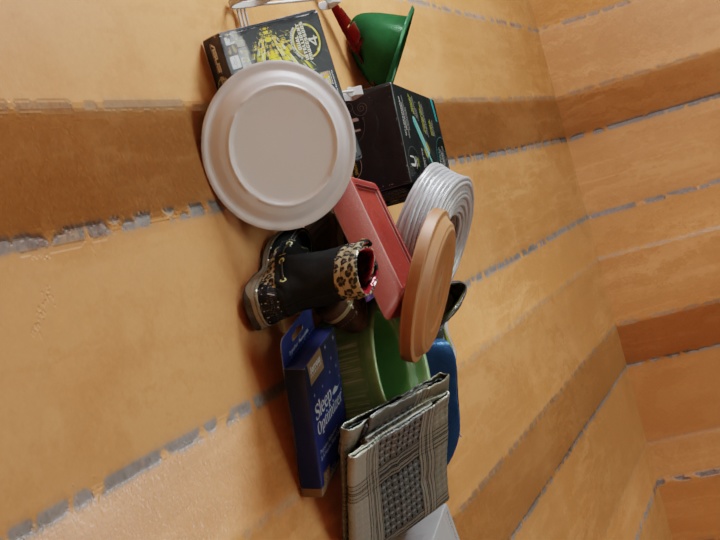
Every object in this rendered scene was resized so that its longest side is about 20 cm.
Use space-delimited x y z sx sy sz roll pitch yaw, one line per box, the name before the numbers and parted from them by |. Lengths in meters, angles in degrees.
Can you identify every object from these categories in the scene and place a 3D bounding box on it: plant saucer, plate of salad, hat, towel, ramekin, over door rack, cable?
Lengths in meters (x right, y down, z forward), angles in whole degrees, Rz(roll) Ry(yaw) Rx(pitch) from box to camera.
plant saucer | 0.023 -0.038 1.633 0.202 0.036 0.199 65 12 5
plate of salad | -0.099 -0.149 1.512 0.048 0.198 0.202 8 -60 65
hat | -0.016 -0.379 2.042 0.166 0.174 0.202 -72 179 -58
towel | 0.049 0.246 1.570 0.191 0.034 0.202 -23 122 -39
ramekin | 0.014 0.139 1.662 0.200 0.097 0.203 -15 90 -69
plant saucer | 0.090 0.021 1.631 0.200 0.032 0.203 13 90 -78
over door rack | -0.075 -0.301 1.688 0.199 0.066 0.150 -13 89 -46
cable | 0.103 -0.050 1.819 0.200 0.069 0.202 -45 148 -51

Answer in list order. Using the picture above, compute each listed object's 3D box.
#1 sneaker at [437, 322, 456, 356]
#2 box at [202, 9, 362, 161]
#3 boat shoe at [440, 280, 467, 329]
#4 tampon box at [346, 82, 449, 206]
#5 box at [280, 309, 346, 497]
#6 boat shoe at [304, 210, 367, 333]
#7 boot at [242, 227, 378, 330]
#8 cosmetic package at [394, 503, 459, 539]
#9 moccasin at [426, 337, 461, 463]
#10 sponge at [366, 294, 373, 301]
sneaker | 0.098 0.091 1.971 0.081 0.073 0.202 33 42 -39
box | -0.096 -0.212 1.583 0.160 0.049 0.202 -21 97 -35
boat shoe | 0.093 0.065 1.885 0.072 0.066 0.200 53 42 1
tampon box | 0.039 -0.183 1.897 0.200 0.125 0.152 0 77 -68
box | -0.053 0.154 1.513 0.121 0.032 0.203 -53 138 -64
boat shoe | -0.031 0.006 1.628 0.075 0.074 0.204 36 29 -33
boot | -0.046 -0.005 1.524 0.204 0.152 0.074 -65 136 -60
cosmetic package | 0.082 0.411 1.695 0.200 0.073 0.103 -56 128 -62
moccasin | 0.115 0.200 1.871 0.068 0.079 0.203 -141 -121 -81
sponge | 0.000 0.000 1.776 0.200 0.029 0.113 19 75 -66
